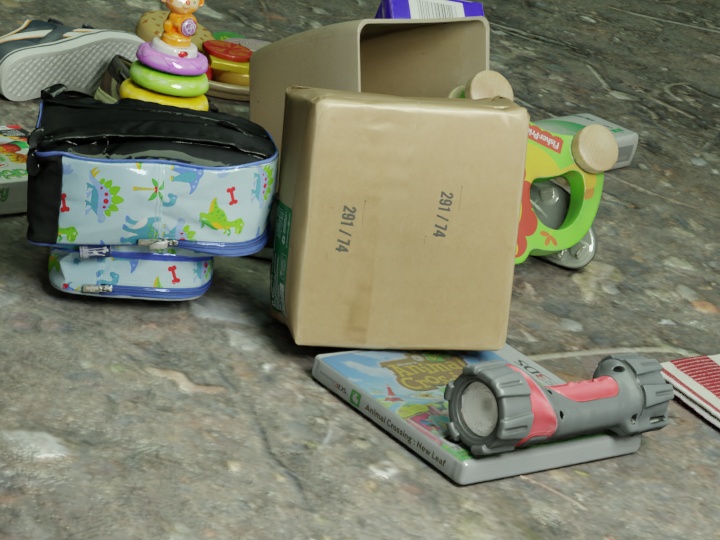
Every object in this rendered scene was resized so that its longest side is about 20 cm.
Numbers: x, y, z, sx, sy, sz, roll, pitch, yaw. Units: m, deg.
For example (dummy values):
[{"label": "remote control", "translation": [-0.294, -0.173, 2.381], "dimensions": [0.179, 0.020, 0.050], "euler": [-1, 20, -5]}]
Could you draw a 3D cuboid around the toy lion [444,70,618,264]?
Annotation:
[{"label": "toy lion", "translation": [0.133, -0.074, 1.749], "dimensions": [0.199, 0.193, 0.069], "euler": [23, -21, -21]}]

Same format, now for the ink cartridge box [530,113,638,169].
[{"label": "ink cartridge box", "translation": [0.211, -0.171, 2.221], "dimensions": [0.199, 0.050, 0.161], "euler": [28, 24, 29]}]

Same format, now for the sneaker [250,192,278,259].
[{"label": "sneaker", "translation": [-0.072, -0.062, 1.665], "dimensions": [0.199, 0.100, 0.071], "euler": [16, 22, 9]}]

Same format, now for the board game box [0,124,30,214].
[{"label": "board game box", "translation": [-0.348, -0.087, 1.643], "dimensions": [0.126, 0.035, 0.199], "euler": [29, 25, 34]}]

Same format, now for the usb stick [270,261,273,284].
[{"label": "usb stick", "translation": [0.000, 0.000, 1.614], "dimensions": [0.032, 0.056, 0.199], "euler": [9, 11, 44]}]

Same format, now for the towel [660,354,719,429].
[{"label": "towel", "translation": [0.364, 0.113, 1.605], "dimensions": [0.199, 0.023, 0.144], "euler": [-4, 29, -37]}]

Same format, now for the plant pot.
[{"label": "plant pot", "translation": [-0.002, -0.148, 1.821], "dimensions": [0.176, 0.201, 0.199], "euler": [8, 12, 41]}]

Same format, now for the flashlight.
[{"label": "flashlight", "translation": [0.152, 0.093, 1.388], "dimensions": [0.199, 0.068, 0.068], "euler": [-7, 26, -43]}]

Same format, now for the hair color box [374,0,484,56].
[{"label": "hair color box", "translation": [0.051, -0.205, 1.978], "dimensions": [0.109, 0.200, 0.065], "euler": [8, 49, -16]}]

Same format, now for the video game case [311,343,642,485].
[{"label": "video game case", "translation": [0.091, 0.104, 1.447], "dimensions": [0.199, 0.022, 0.182], "euler": [-5, 27, -41]}]

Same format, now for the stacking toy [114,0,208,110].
[{"label": "stacking toy", "translation": [-0.182, -0.181, 1.759], "dimensions": [0.115, 0.201, 0.110], "euler": [3, 22, -29]}]

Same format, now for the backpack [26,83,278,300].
[{"label": "backpack", "translation": [-0.169, -0.060, 1.519], "dimensions": [0.198, 0.148, 0.183], "euler": [2, 20, -7]}]

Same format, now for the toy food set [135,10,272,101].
[{"label": "toy food set", "translation": [-0.164, -0.250, 2.177], "dimensions": [0.197, 0.049, 0.200], "euler": [8, 21, -17]}]

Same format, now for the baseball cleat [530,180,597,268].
[{"label": "baseball cleat", "translation": [0.174, -0.066, 1.886], "dimensions": [0.200, 0.070, 0.106], "euler": [43, 6, 26]}]

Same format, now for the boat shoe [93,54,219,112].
[{"label": "boat shoe", "translation": [-0.190, -0.167, 1.914], "dimensions": [0.199, 0.065, 0.073], "euler": [23, 20, 20]}]

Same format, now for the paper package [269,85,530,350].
[{"label": "paper package", "translation": [0.029, -0.043, 1.497], "dimensions": [0.189, 0.202, 0.103], "euler": [2, 10, -14]}]

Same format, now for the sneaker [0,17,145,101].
[{"label": "sneaker", "translation": [-0.315, -0.230, 1.979], "dimensions": [0.199, 0.079, 0.079], "euler": [-8, 35, -42]}]
